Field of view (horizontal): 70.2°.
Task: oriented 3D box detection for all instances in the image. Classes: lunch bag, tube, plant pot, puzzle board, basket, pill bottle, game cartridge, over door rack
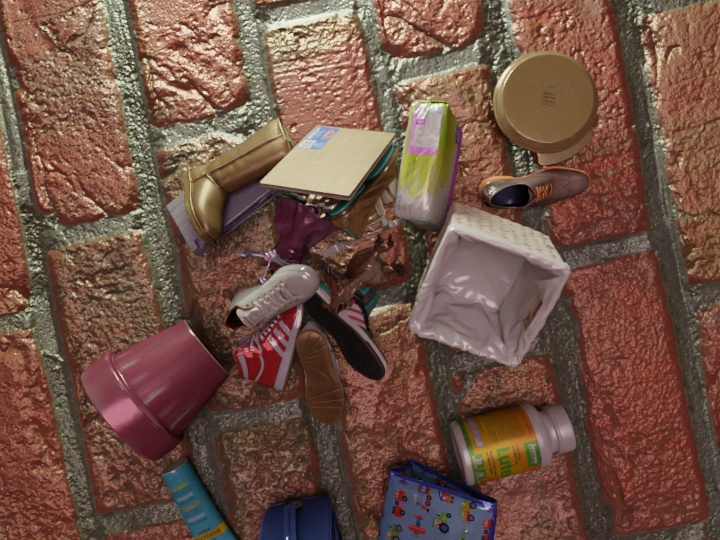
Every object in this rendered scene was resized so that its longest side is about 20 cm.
[{"bbox_3d":[0.141,0.441,0.881,0.200,0.094,0.151,11,91,32],"label":"lunch bag"},{"bbox_3d":[-0.300,0.448,0.954,0.077,0.050,0.200,-26,96,8],"label":"tube"},{"bbox_3d":[-0.336,0.191,0.886,0.179,0.200,0.200,-39,90,-15],"label":"plant pot"},{"bbox_3d":[-0.099,0.484,0.879,0.135,0.200,0.133,-12,109,-2],"label":"lunch bag"},{"bbox_3d":[-0.046,-0.176,0.821,0.150,0.200,0.017,11,133,20],"label":"puzzle board"},{"bbox_3d":[0.203,0.017,0.860,0.199,0.161,0.199,19,116,0],"label":"basket"},{"bbox_3d":[0.269,0.302,0.912,0.199,0.111,0.111,-14,90,0],"label":"pill bottle"},{"bbox_3d":[-0.245,-0.133,0.927,0.200,0.038,0.130,-38,59,1],"label":"game cartridge"},{"bbox_3d":[-0.011,-0.122,0.883,0.200,0.067,0.148,-27,90,-43],"label":"over door rack"}]

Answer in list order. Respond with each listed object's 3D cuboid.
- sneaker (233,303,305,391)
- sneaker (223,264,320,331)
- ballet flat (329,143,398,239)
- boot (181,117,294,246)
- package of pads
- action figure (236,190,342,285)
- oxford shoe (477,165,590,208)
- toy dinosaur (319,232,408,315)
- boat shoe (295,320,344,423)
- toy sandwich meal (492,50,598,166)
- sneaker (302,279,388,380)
[{"bbox_3d":[-0.166,0.112,0.934,0.112,0.071,0.201,15,93,-3],"label":"sneaker"},{"bbox_3d":[-0.151,0.058,0.860,0.200,0.085,0.073,-26,116,33],"label":"sneaker"},{"bbox_3d":[0.021,-0.123,0.829,0.072,0.068,0.200,51,48,-24],"label":"ballet flat"},{"bbox_3d":[-0.199,-0.154,0.866,0.200,0.066,0.176,-26,62,6],"label":"boot"},{"bbox_3d":[0.121,-0.175,0.884,0.068,0.154,0.201,10,91,21],"label":"package of pads"},{"bbox_3d":[-0.128,-0.037,0.935,0.149,0.134,0.201,14,102,-38],"label":"action figure"},{"bbox_3d":[0.317,-0.139,0.919,0.199,0.073,0.072,-9,114,4],"label":"oxford shoe"},{"bbox_3d":[0.000,0.000,0.875,0.135,0.200,0.086,-26,92,13],"label":"toy dinosaur"},{"bbox_3d":[-0.068,0.184,0.936,0.071,0.069,0.201,-6,112,5],"label":"boat shoe"},{"bbox_3d":[0.336,-0.295,0.933,0.204,0.070,0.206,0,87,4],"label":"toy sandwich meal"},{"bbox_3d":[0.000,0.090,0.907,0.200,0.121,0.084,49,135,13],"label":"sneaker"}]
